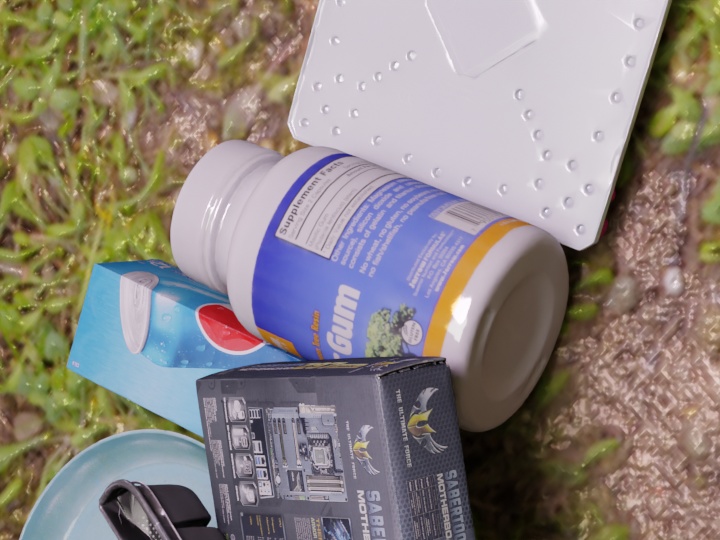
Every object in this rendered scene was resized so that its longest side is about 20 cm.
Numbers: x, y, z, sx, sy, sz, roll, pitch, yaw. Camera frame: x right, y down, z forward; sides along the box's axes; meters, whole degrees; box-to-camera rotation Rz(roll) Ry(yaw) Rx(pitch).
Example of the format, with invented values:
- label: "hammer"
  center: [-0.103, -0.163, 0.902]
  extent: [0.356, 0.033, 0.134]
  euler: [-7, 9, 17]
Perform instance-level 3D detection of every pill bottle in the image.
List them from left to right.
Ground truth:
- label: "pill bottle"
  center: [0.000, 0.000, 1.119]
  extent: [0.199, 0.112, 0.113]
  euler: [22, 103, 29]

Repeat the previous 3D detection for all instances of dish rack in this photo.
- label: "dish rack"
  center: [-0.111, 0.222, 1.117]
  extent: [0.154, 0.054, 0.200]
  euler: [54, 129, 29]

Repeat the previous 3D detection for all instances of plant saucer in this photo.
- label: "plant saucer"
  center: [-0.118, 0.191, 1.199]
  extent: [0.199, 0.027, 0.201]
  euler: [-6, 79, 33]

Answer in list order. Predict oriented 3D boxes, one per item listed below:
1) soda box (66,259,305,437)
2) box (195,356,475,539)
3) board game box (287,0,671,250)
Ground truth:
- label: "soda box"
  center: [-0.067, 0.059, 1.192]
  extent: [0.199, 0.064, 0.068]
  euler: [23, 104, 28]
- label: "box"
  center: [-0.008, 0.146, 1.064]
  extent: [0.157, 0.051, 0.201]
  euler: [-6, 95, 52]
- label: "board game box"
  center: [0.070, -0.137, 1.119]
  extent: [0.199, 0.026, 0.201]
  euler: [23, 103, 29]
